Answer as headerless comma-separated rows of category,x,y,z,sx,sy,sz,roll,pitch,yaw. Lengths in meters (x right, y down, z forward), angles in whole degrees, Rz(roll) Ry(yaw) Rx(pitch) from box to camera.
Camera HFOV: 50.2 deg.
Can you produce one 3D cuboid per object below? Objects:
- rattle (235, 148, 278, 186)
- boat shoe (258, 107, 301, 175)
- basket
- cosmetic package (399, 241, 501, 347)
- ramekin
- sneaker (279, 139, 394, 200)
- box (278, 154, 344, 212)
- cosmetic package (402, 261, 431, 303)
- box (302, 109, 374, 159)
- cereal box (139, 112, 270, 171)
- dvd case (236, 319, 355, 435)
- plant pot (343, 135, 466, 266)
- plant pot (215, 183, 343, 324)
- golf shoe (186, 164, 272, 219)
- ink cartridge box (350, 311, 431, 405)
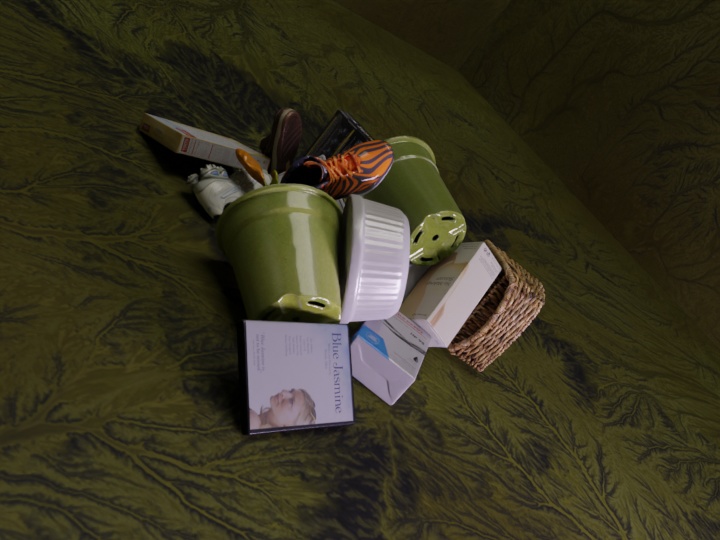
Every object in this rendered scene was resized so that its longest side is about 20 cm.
rattle,-0.095,-0.180,1.315,0.130,0.200,0.143,21,44,-56
boat shoe,-0.164,-0.231,1.464,0.075,0.203,0.075,31,50,15
basket,0.230,0.071,1.454,0.149,0.200,0.143,39,22,-3
cosmetic package,0.155,0.042,1.384,0.071,0.105,0.200,53,59,-23
ramekin,0.016,-0.013,1.206,0.094,0.203,0.203,7,32,-8
sneaker,-0.037,-0.151,1.197,0.078,0.200,0.112,59,-2,9
box,-0.085,-0.112,1.409,0.060,0.116,0.200,63,3,-49
cosmetic package,0.077,0.016,1.441,0.074,0.102,0.200,31,16,31
box,-0.047,-0.189,1.517,0.161,0.200,0.049,48,21,23
cereal box,-0.283,-0.229,1.405,0.200,0.040,0.144,9,17,-46
dvd case,-0.082,0.141,1.028,0.200,0.018,0.143,7,75,-49
plant pot,0.096,-0.111,1.410,0.200,0.200,0.190,15,31,-42
plant pot,-0.107,0.006,1.144,0.200,0.200,0.185,19,43,-37
golf shoe,-0.219,-0.129,1.361,0.200,0.078,0.098,-12,76,-57
ink cartridge box,0.046,0.121,1.273,0.116,0.067,0.200,37,25,-1
